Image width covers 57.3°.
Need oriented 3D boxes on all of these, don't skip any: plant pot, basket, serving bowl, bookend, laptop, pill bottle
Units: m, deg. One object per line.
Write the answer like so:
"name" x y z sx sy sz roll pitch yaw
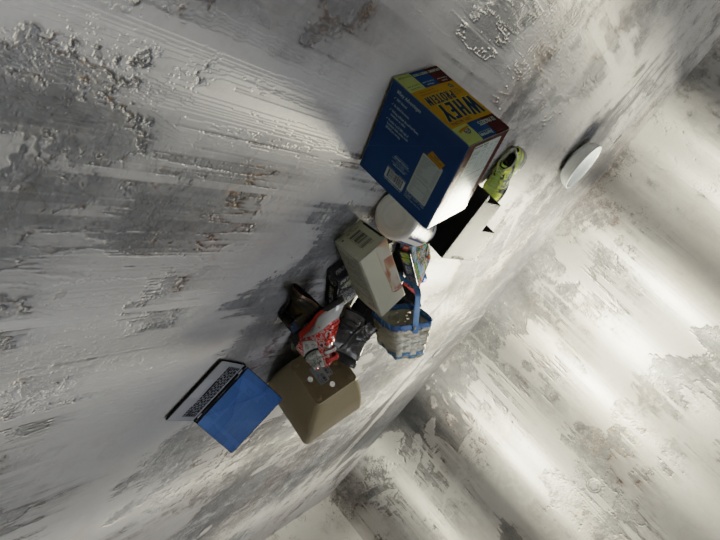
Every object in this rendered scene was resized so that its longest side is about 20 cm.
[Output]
"plant pot" -0.111 0.303 1.763 0.198 0.201 0.178 -29 159 -28
"basket" 0.105 0.111 1.697 0.136 0.176 0.205 -10 112 -18
"serving bowl" 0.841 -0.418 2.549 0.199 0.066 0.201 -40 161 -17
"bookend" 0.288 -0.133 1.719 0.197 0.092 0.201 2 130 -53
"laptop" -0.315 0.323 1.547 0.188 0.116 0.200 -46 161 1
"pill bottle" 0.117 -0.117 1.573 0.111 0.111 0.199 -49 161 12

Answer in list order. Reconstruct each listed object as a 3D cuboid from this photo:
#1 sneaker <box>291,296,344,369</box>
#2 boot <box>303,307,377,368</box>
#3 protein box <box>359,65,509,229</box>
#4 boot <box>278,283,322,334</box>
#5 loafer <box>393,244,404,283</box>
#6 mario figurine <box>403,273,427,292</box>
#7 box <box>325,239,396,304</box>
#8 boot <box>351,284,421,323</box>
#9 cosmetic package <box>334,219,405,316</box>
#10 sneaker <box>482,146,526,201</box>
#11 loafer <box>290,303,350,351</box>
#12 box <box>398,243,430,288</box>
"sneaker" -0.074 0.152 1.532 0.201 0.109 0.067 -44 170 37
"boot" -0.062 0.148 1.672 0.198 0.070 0.133 32 85 -26
"protein box" 0.133 -0.233 1.242 0.134 0.199 0.202 -27 154 -40
"boot" -0.144 0.097 1.514 0.097 0.075 0.200 -47 163 -4
"loafer" 0.107 0.002 1.858 0.063 0.072 0.202 -33 155 -41
"mario figurine" 0.141 0.025 2.003 0.200 0.104 0.127 -16 111 -73
"box" 0.000 0.000 1.660 0.199 0.049 0.162 -37 161 -23
"boot" 0.056 0.121 1.846 0.202 0.164 0.066 -56 171 24
"cosmetic package" 0.025 -0.004 1.527 0.087 0.103 0.202 -39 140 -17
"sneaker" 0.407 -0.280 1.931 0.202 0.075 0.076 -60 151 8
"loafer" -0.098 0.147 1.716 0.199 0.070 0.075 -42 161 -12
"box" 0.148 -0.044 1.769 0.201 0.034 0.112 68 41 -59
